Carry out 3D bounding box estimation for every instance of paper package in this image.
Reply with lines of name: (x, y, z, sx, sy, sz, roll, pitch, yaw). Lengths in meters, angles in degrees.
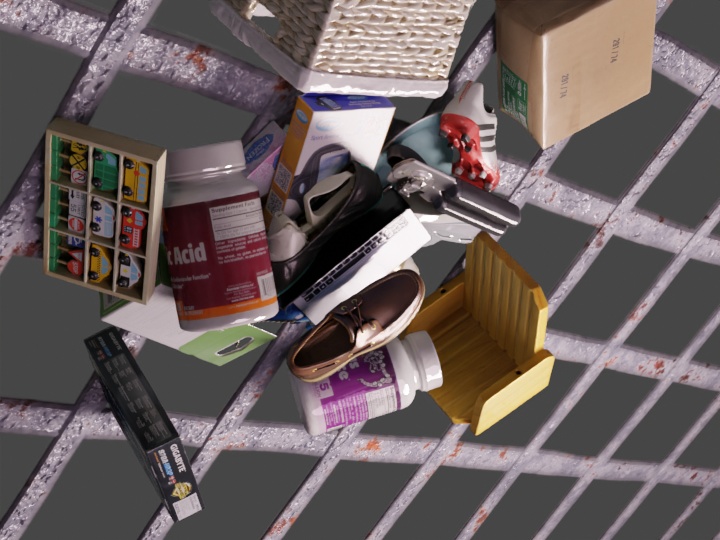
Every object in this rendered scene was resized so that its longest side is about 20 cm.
paper package: (0.271, -0.287, 1.784, 0.191, 0.103, 0.200, -28, 142, -15)

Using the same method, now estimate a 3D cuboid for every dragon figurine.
dragon figurine: (-0.065, 0.056, 1.836, 0.200, 0.099, 0.059, -28, 142, -17)

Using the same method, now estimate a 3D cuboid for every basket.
basket: (-0.015, -0.291, 1.448, 0.200, 0.198, 0.161, -5, 127, -38)

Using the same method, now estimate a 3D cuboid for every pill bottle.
pill bottle: (0.007, 0.149, 1.952, 0.200, 0.112, 0.112, -17, 139, -9)
pill bottle: (-0.162, -0.039, 1.567, 0.114, 0.114, 0.200, -13, 96, -33)

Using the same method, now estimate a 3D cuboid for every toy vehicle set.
toy vehicle set: (-0.278, -0.061, 1.517, 0.027, 0.124, 0.200, -67, 171, -50)

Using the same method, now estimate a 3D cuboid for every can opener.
can opener: (0.117, -0.107, 1.783, 0.200, 0.067, 0.053, 21, 139, -34)

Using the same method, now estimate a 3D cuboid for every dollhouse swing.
dollhouse swing: (0.153, 0.081, 1.972, 0.182, 0.200, 0.176, -34, 144, -9)

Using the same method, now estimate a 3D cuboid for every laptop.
laptop: (0.000, 0.000, 1.689, 0.187, 0.116, 0.200, -38, 140, 2)

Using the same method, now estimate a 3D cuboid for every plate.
plate: (0.079, -0.131, 1.838, 0.200, 0.026, 0.200, -25, 141, -22)

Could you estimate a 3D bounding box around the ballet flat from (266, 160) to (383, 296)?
ballet flat: (-0.062, -0.055, 1.629, 0.200, 0.068, 0.068, -44, 133, -8)

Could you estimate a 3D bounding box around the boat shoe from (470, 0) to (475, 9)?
boat shoe: (0.088, -0.288, 1.645, 0.064, 0.071, 0.200, 16, 114, -48)

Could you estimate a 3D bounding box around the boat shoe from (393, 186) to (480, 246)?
boat shoe: (0.093, -0.062, 1.840, 0.201, 0.070, 0.072, 1, 123, -46)

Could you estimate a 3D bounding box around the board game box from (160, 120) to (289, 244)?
board game box: (-0.121, -0.057, 1.718, 0.200, 0.041, 0.200, -44, 143, 3)

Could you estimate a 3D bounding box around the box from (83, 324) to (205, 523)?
box: (-0.263, 0.187, 1.709, 0.046, 0.200, 0.159, -27, 141, -15)

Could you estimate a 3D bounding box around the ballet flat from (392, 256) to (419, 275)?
ballet flat: (0.046, 0.017, 1.899, 0.071, 0.071, 0.200, -22, 151, -24)

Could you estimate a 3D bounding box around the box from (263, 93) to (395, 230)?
box: (-0.036, -0.133, 1.651, 0.119, 0.041, 0.200, -9, 134, -36)

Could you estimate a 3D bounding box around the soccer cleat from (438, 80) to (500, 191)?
soccer cleat: (0.147, -0.166, 1.789, 0.085, 0.069, 0.200, -66, 157, -17)

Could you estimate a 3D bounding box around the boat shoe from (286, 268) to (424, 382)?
boat shoe: (-0.005, 0.069, 1.736, 0.200, 0.072, 0.068, -36, 171, 2)

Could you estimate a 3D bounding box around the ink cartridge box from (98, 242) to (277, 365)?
ink cartridge box: (-0.205, 0.044, 1.685, 0.104, 0.059, 0.200, -29, 144, 29)
